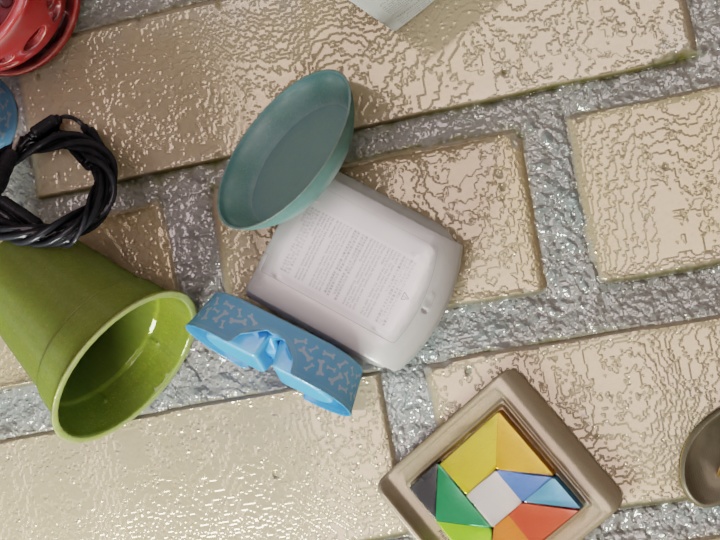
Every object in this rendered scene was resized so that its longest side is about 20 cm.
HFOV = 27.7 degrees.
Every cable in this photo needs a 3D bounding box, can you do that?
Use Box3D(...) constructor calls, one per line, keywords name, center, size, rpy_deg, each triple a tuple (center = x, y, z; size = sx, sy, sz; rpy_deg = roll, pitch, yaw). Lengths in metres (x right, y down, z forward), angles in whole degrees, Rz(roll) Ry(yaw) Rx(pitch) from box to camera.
Box3D(name="cable", center=(-0.346, -0.094, 1.582), size=(0.163, 0.051, 0.200), rpy_deg=(-22, 46, -12))

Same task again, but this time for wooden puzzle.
Box3D(name="wooden puzzle", center=(0.143, 0.234, 1.529), size=(0.200, 0.037, 0.185), rpy_deg=(-42, 80, 10))

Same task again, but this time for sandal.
Box3D(name="sandal", center=(0.399, 0.159, 1.457), size=(0.200, 0.054, 0.080), rpy_deg=(-40, 81, 10))

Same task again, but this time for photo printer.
Box3D(name="photo printer", center=(0.000, 0.000, 1.547), size=(0.199, 0.069, 0.167), rpy_deg=(27, 94, 12))

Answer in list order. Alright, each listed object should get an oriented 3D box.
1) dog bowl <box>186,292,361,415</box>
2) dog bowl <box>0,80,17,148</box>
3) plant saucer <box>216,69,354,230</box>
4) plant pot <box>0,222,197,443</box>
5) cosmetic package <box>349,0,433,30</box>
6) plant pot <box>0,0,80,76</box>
Box3D(name="dog bowl", center=(-0.087, 0.086, 1.544), size=(0.199, 0.112, 0.050), rpy_deg=(25, 76, 13))
Box3D(name="dog bowl", center=(-0.495, -0.191, 1.680), size=(0.199, 0.050, 0.112), rpy_deg=(21, 95, 13))
Box3D(name="plant saucer", center=(-0.071, -0.119, 1.532), size=(0.036, 0.200, 0.200), rpy_deg=(37, 101, -31))
Box3D(name="plant pot", center=(-0.312, 0.048, 1.578), size=(0.190, 0.200, 0.200), rpy_deg=(40, 99, 23))
Box3D(name="cosmetic package", center=(0.029, -0.368, 1.476), size=(0.165, 0.200, 0.165), rpy_deg=(-38, 82, 10))
Box3D(name="plant pot", center=(-0.410, -0.310, 1.592), size=(0.199, 0.182, 0.202), rpy_deg=(0, 89, 14))
